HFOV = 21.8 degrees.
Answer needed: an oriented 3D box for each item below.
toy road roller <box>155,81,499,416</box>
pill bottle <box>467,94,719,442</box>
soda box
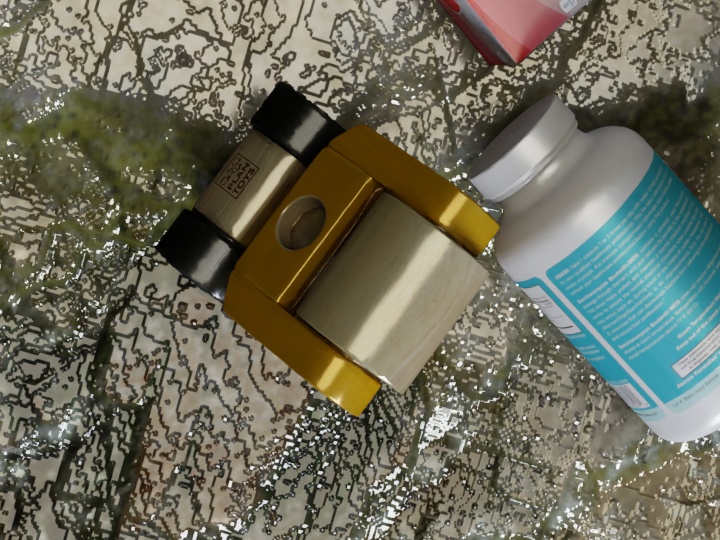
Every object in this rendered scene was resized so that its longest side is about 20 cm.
[{"bbox_3d":[0.000,0.000,1.026,0.123,0.200,0.146,-53,136,-1],"label":"toy road roller"},{"bbox_3d":[0.153,-0.005,1.083,0.111,0.111,0.200,-44,100,-3],"label":"pill bottle"},{"bbox_3d":[0.043,-0.212,1.069,0.063,0.070,0.200,-41,100,-3],"label":"soda box"}]
